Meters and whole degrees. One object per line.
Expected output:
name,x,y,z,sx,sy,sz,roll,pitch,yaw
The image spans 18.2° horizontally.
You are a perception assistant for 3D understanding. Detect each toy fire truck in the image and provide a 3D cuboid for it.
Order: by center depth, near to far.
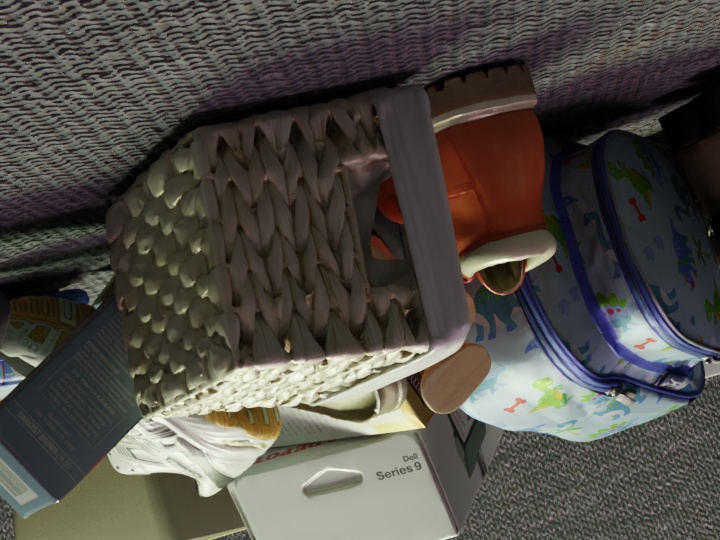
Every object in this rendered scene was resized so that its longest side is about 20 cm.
toy fire truck,0.310,-0.088,1.340,0.199,0.129,0.176,-27,179,-19

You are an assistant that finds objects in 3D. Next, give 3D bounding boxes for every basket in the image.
basket,-0.044,-0.003,1.140,0.123,0.136,0.200,-8,171,-22

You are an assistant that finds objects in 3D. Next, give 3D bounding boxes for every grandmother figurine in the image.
grandmother figurine,0.000,0.000,1.266,0.060,0.122,0.200,-20,-151,-19

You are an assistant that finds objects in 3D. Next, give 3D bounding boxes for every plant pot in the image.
plant pot,-0.211,0.180,2.118,0.199,0.178,0.199,-19,172,34

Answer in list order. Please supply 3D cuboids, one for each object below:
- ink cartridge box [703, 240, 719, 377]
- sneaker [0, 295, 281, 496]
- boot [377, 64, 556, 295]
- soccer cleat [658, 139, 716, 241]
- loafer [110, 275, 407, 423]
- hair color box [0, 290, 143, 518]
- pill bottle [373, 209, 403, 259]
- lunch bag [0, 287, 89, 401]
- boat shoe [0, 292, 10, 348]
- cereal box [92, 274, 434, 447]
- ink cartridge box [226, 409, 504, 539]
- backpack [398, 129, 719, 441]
ink cartridge box,0.243,-0.007,1.585,0.146,0.086,0.200,-13,-159,-15
sneaker,-0.150,0.087,1.402,0.199,0.076,0.088,26,122,-22
boot,0.051,-0.034,1.203,0.075,0.108,0.200,-15,175,-14
soccer cleat,0.250,-0.041,1.478,0.081,0.068,0.199,-32,-150,-30
loafer,-0.068,0.051,1.368,0.199,0.068,0.076,21,139,14
hair color box,-0.130,0.045,1.262,0.200,0.061,0.099,-46,-174,-21
pill bottle,0.070,0.003,1.513,0.199,0.115,0.114,-9,172,-44
lunch bag,-0.267,0.062,1.457,0.199,0.076,0.160,-10,169,-31
boat shoe,-0.258,0.094,1.344,0.064,0.072,0.201,4,120,-32
cereal box,-0.061,0.050,1.449,0.199,0.144,0.040,-10,-145,40
ink cartridge box,0.011,0.120,1.548,0.145,0.084,0.200,-17,-164,21
backpack,0.125,0.001,1.349,0.147,0.184,0.200,-27,160,32
